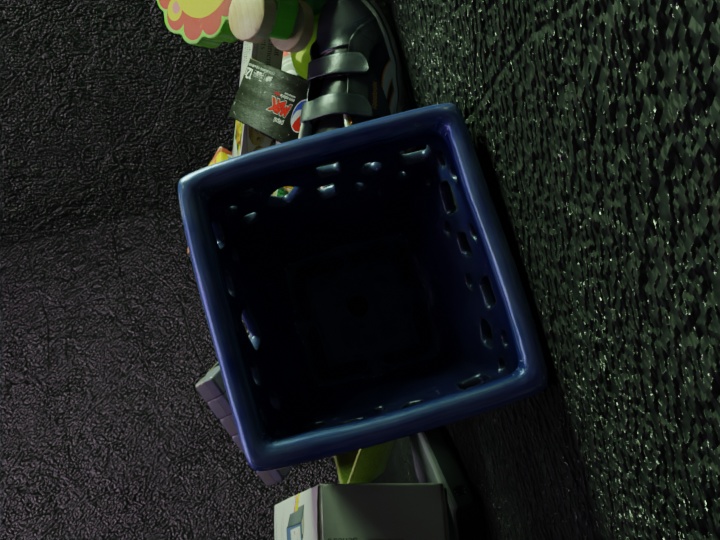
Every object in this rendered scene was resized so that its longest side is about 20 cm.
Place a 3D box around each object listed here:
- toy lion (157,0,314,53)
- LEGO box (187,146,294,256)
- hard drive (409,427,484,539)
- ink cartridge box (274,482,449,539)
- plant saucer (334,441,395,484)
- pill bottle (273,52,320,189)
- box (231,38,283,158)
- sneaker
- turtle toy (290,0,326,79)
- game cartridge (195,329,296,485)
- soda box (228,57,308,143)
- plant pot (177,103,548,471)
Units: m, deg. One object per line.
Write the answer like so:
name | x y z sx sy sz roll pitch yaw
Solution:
toy lion | -0.111 -0.295 0.716 0.191 0.068 0.202 34 114 32
LEGO box | -0.128 -0.058 0.987 0.077 0.148 0.200 -55 22 17
hard drive | 0.099 0.256 0.941 0.200 0.033 0.141 -115 12 -60
ink cartridge box | -0.006 0.292 0.892 0.200 0.144 0.088 132 138 -63
plant saucer | 0.022 0.161 1.019 0.200 0.047 0.202 -124 54 -78
pill bottle | -0.056 -0.181 0.970 0.115 0.113 0.201 83 170 -48
box | -0.118 -0.204 0.926 0.039 0.041 0.202 -145 61 -61
sneaker | -0.010 -0.141 0.683 0.078 0.079 0.202 -8 94 40
turtle toy | -0.062 -0.269 0.790 0.200 0.101 0.146 49 174 16
game cartridge | -0.081 0.117 0.844 0.130 0.038 0.200 53 -150 -8
soda box | -0.056 -0.158 0.827 0.200 0.063 0.071 33 103 47
plant pot | 0.001 0.020 0.583 0.180 0.198 0.202 77 177 -80
